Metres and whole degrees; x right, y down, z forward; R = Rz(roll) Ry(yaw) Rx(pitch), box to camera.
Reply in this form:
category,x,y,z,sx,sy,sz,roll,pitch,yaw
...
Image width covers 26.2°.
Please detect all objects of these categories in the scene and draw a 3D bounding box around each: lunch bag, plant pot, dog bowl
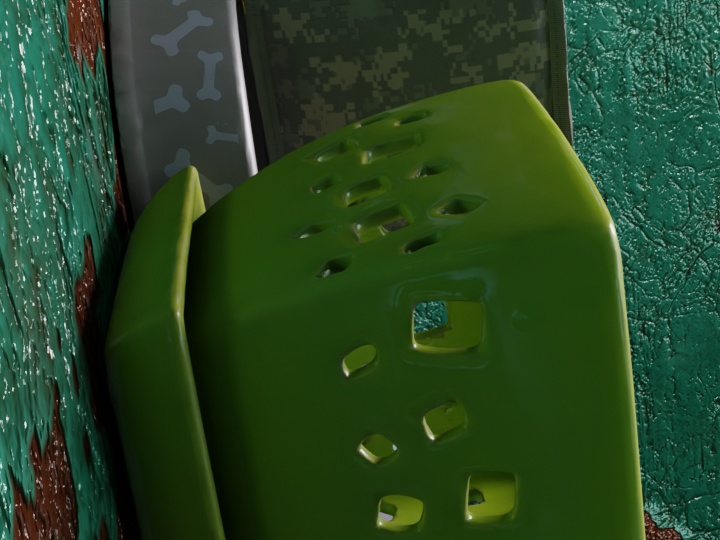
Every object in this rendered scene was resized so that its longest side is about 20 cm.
category,x,y,z,sx,sy,sz,roll,pitch,yaw
lunch bag,0.027,-0.110,0.808,0.118,0.163,0.201,-89,173,-58
plant pot,0.002,0.051,0.616,0.200,0.181,0.200,-99,180,-69
dog bowl,-0.076,-0.054,0.765,0.200,0.058,0.201,171,-90,-90

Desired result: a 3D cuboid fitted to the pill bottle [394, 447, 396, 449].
category,x,y,z,sx,sy,sz,roll,pitch,yaw
pill bottle,-0.002,0.192,1.193,0.109,0.108,0.201,84,16,-81

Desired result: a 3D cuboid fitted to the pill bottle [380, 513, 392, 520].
category,x,y,z,sx,sy,sz,roll,pitch,yaw
pill bottle,0.002,0.263,1.011,0.114,0.113,0.201,-99,-171,-53
